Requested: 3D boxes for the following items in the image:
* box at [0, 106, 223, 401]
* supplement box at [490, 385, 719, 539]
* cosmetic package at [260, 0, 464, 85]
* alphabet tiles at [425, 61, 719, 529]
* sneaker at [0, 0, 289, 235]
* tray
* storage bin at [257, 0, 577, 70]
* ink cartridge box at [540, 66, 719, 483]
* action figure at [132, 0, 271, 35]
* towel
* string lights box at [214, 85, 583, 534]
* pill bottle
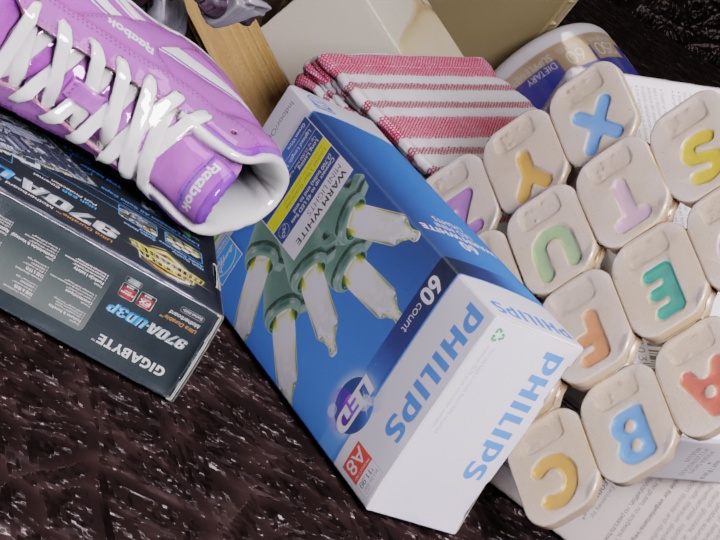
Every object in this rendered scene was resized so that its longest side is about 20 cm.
[{"bbox_3d":[-0.153,-0.039,0.903,0.199,0.046,0.159,30,15,-17],"label":"box"},{"bbox_3d":[0.156,0.109,1.040,0.199,0.074,0.126,37,16,11],"label":"supplement box"},{"bbox_3d":[0.036,-0.077,1.254,0.201,0.073,0.103,59,23,11],"label":"cosmetic package"},{"bbox_3d":[0.094,0.007,0.957,0.015,0.199,0.197,30,34,-48],"label":"alphabet tiles"},{"bbox_3d":[-0.103,-0.074,0.892,0.200,0.073,0.114,18,24,-48],"label":"sneaker"},{"bbox_3d":[-0.079,-0.139,1.205,0.201,0.037,0.099,65,-3,-31],"label":"tray"},{"bbox_3d":[0.030,-0.198,1.383,0.198,0.199,0.095,0,66,-23],"label":"storage bin"},{"bbox_3d":[0.183,0.004,1.013,0.175,0.045,0.202,6,56,-18],"label":"ink cartridge box"},{"bbox_3d":[-0.101,-0.136,1.021,0.069,0.201,0.130,-22,56,-30],"label":"action figure"},{"bbox_3d":[0.072,-0.045,1.107,0.146,0.030,0.200,-5,44,-48],"label":"towel"},{"bbox_3d":[0.004,0.014,0.961,0.059,0.103,0.200,21,19,-40],"label":"string lights box"},{"bbox_3d":[0.166,-0.053,1.398,0.201,0.116,0.115,56,22,21],"label":"pill bottle"}]
